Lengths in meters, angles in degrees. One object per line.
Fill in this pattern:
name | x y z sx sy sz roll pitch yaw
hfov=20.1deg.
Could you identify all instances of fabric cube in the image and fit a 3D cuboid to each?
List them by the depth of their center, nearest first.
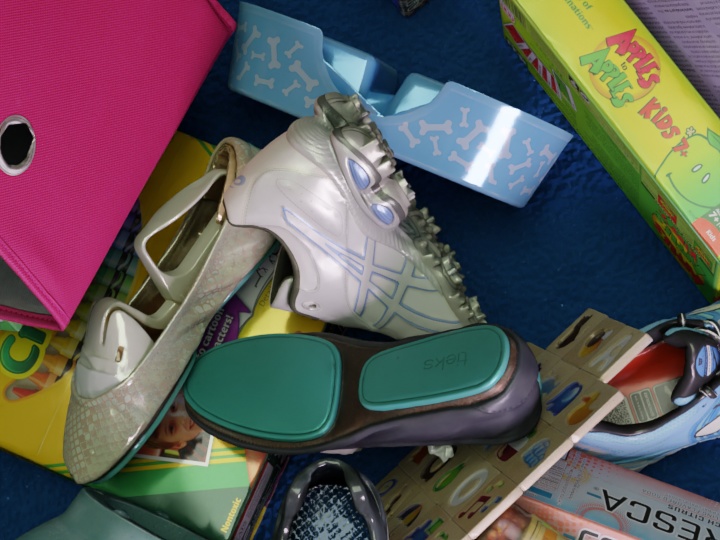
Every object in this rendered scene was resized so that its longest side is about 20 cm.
fabric cube | -0.217 -0.114 1.024 0.200 0.196 0.200 10 60 34

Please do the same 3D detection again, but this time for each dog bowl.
dog bowl | 0.016 -0.090 1.120 0.200 0.111 0.050 24 94 12

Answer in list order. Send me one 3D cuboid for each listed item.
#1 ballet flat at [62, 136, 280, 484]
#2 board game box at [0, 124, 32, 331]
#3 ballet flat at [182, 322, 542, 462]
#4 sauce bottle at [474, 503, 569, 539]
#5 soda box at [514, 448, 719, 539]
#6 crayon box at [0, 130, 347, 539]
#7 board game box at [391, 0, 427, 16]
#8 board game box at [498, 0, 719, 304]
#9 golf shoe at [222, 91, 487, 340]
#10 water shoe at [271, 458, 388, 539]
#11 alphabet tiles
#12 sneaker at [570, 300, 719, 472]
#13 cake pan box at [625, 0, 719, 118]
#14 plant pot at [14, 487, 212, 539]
ballet flat | -0.108 0.016 1.065 0.067 0.062 0.200 14 67 55
board game box | -0.211 -0.062 1.131 0.134 0.029 0.200 4 59 29
ballet flat | 0.004 0.068 1.037 0.200 0.073 0.073 -7 74 30
sauce bottle | 0.131 0.191 0.994 0.200 0.066 0.066 34 82 -1
soda box | 0.153 0.154 1.042 0.199 0.064 0.069 20 119 9
crayon box | -0.104 0.031 1.127 0.172 0.058 0.200 22 80 12
board game box | 0.047 -0.278 1.166 0.200 0.097 0.160 -40 75 -3
board game box | 0.151 -0.081 1.100 0.048 0.102 0.200 -35 74 -2
golf shoe | 0.000 0.000 1.070 0.097 0.200 0.078 -32 35 4
water shoe | -0.020 0.186 0.924 0.071 0.079 0.201 -4 73 3
alphabet tiles | 0.061 0.095 1.043 0.200 0.166 0.006 -43 101 -4
sneaker | 0.190 0.054 1.067 0.200 0.090 0.079 -24 74 1
cake pan box | 0.171 -0.156 1.044 0.052 0.200 0.184 -38 100 -6
plant pot | -0.114 0.191 1.008 0.200 0.200 0.134 27 87 13
